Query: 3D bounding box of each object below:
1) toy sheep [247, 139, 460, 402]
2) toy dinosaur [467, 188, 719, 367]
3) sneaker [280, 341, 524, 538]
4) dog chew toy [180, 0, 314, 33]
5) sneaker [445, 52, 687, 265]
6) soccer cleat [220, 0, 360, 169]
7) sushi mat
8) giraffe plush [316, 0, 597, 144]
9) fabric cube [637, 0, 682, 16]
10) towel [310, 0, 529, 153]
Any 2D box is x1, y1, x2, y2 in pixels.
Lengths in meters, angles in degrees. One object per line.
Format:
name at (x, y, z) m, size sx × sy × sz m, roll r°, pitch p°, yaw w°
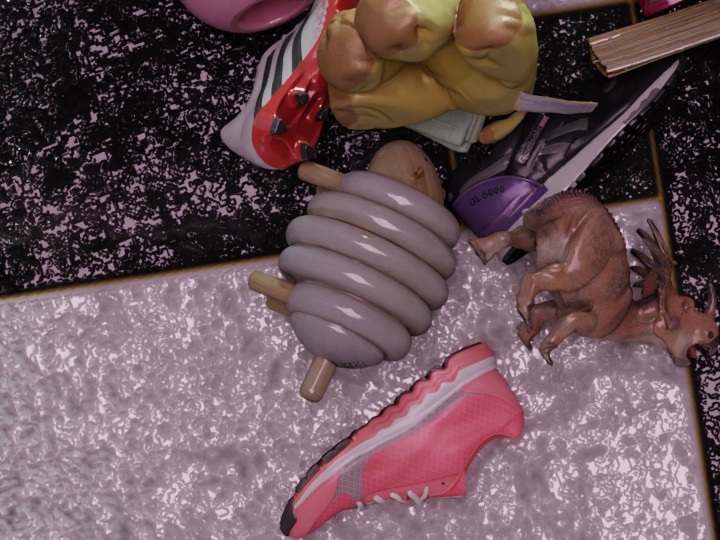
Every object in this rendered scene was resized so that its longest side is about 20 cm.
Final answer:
toy sheep at (0.000, 0.000, 1.617) m, size 0.137 × 0.138 × 0.201 m, roll 22°, pitch 83°, yaw 5°
toy dinosaur at (0.164, -0.006, 1.601) m, size 0.135 × 0.086 × 0.200 m, roll -33°, pitch 129°, yaw -3°
sneaker at (0.032, 0.140, 1.629) m, size 0.200 × 0.074 × 0.087 m, roll -38°, pitch 85°, yaw -1°
dog chew toy at (-0.098, -0.277, 1.656) m, size 0.124 × 0.125 × 0.201 m, roll -21°, pitch 76°, yaw 1°
sneaker at (0.146, -0.105, 1.646) m, size 0.200 × 0.076 × 0.088 m, roll -44°, pitch 78°, yaw -1°
soccer cleat at (-0.030, -0.159, 1.646) m, size 0.069 × 0.085 × 0.201 m, roll 43°, pitch 71°, yaw -34°
sushi mat at (0.261, -0.184, 1.635) m, size 0.199 × 0.096 × 0.012 m, roll -19°, pitch 111°, yaw 1°
giraffe plush at (0.067, -0.196, 1.579) m, size 0.199 × 0.172 × 0.163 m, roll 9°, pitch 66°, yaw -26°
fabric cube at (0.252, -0.325, 1.596) m, size 0.199 × 0.196 × 0.200 m, roll -23°, pitch 82°, yaw 2°
towel at (0.050, -0.206, 1.685) m, size 0.152 × 0.023 × 0.201 m, roll 22°, pitch 88°, yaw 6°
